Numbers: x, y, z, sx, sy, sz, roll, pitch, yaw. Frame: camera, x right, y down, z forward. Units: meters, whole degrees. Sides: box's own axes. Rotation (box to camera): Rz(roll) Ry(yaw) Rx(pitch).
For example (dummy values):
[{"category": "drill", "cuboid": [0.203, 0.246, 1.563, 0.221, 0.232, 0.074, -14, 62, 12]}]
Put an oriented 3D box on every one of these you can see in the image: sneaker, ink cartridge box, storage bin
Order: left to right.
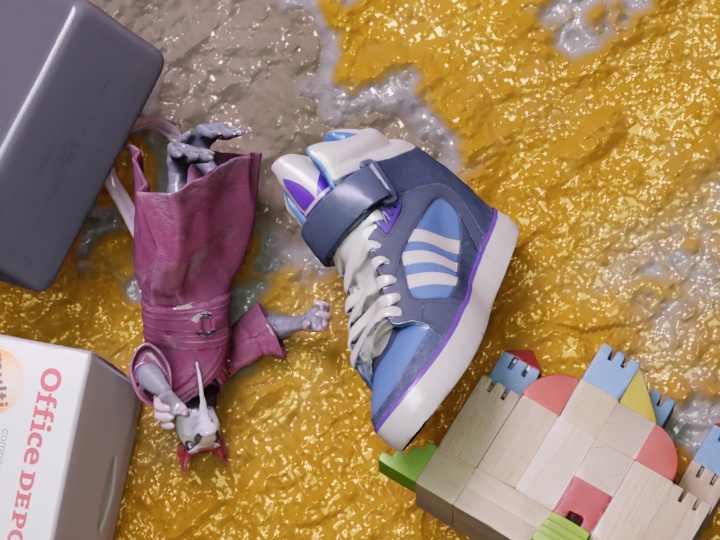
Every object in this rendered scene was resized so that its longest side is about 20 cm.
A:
[{"category": "ink cartridge box", "cuboid": [-0.243, 0.108, 1.593, 0.199, 0.145, 0.146, 9, 81, 9]}, {"category": "storage bin", "cuboid": [-0.215, -0.091, 1.600, 0.134, 0.145, 0.201, 20, 81, 43]}, {"category": "sneaker", "cuboid": [0.000, 0.000, 1.562, 0.146, 0.081, 0.200, 32, 42, -5]}]

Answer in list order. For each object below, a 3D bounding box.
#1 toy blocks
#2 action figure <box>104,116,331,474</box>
[{"category": "toy blocks", "cuboid": [0.130, 0.109, 1.576, 0.199, 0.100, 0.137, 29, 73, 12]}, {"category": "action figure", "cuboid": [-0.108, 0.021, 1.612, 0.148, 0.134, 0.201, 15, 110, 43]}]
